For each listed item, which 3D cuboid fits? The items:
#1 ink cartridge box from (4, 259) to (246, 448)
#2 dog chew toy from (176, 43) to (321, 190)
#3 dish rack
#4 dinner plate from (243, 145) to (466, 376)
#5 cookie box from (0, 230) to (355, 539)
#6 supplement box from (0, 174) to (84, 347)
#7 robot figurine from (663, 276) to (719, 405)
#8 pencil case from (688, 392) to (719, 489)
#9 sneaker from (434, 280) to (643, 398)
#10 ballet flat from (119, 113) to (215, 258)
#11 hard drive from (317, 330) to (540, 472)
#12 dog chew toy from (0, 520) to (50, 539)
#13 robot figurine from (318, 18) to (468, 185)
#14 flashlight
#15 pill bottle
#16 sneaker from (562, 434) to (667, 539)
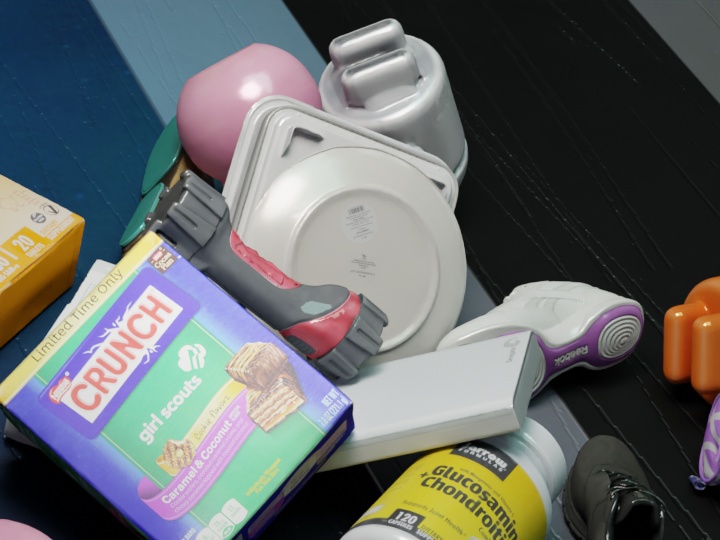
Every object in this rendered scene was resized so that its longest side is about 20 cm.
[{"bbox_3d":[-0.165,0.083,1.705,0.162,0.057,0.200,19,29,3],"label":"ink cartridge box"},{"bbox_3d":[-0.070,-0.087,1.856,0.124,0.124,0.201,-36,101,-46],"label":"dog chew toy"},{"bbox_3d":[-0.015,-0.038,1.791,0.199,0.173,0.043,20,-10,-23],"label":"dish rack"},{"bbox_3d":[0.000,0.000,1.762,0.199,0.201,0.024,-5,0,-25],"label":"dinner plate"},{"bbox_3d":[-0.132,0.101,1.579,0.200,0.075,0.171,39,74,13],"label":"cookie box"},{"bbox_3d":[-0.337,-0.030,1.752,0.199,0.074,0.126,26,38,13],"label":"supplement box"},{"bbox_3d":[0.349,0.054,1.869,0.199,0.144,0.117,-8,66,-27],"label":"robot figurine"},{"bbox_3d":[0.370,0.152,1.777,0.199,0.084,0.085,11,3,-5],"label":"pencil case"},{"bbox_3d":[0.136,0.056,1.840,0.199,0.075,0.100,-11,27,-31],"label":"sneaker"},{"bbox_3d":[-0.157,-0.059,1.880,0.063,0.069,0.200,38,36,-18],"label":"ballet flat"},{"bbox_3d":[0.031,0.101,1.660,0.199,0.027,0.132,-13,20,17],"label":"hard drive"},{"bbox_3d":[-0.285,0.217,1.421,0.199,0.125,0.125,8,38,1],"label":"dog chew toy"},{"bbox_3d":[0.030,-0.124,1.921,0.112,0.200,0.170,-18,49,2],"label":"robot figurine"},{"bbox_3d":[-0.070,0.002,1.676,0.200,0.068,0.068,41,15,-20],"label":"flashlight"},{"bbox_3d":[0.071,0.186,1.603,0.112,0.112,0.200,30,40,17],"label":"pill bottle"},{"bbox_3d":[0.201,0.188,1.667,0.075,0.091,0.201,7,37,-8],"label":"sneaker"}]
